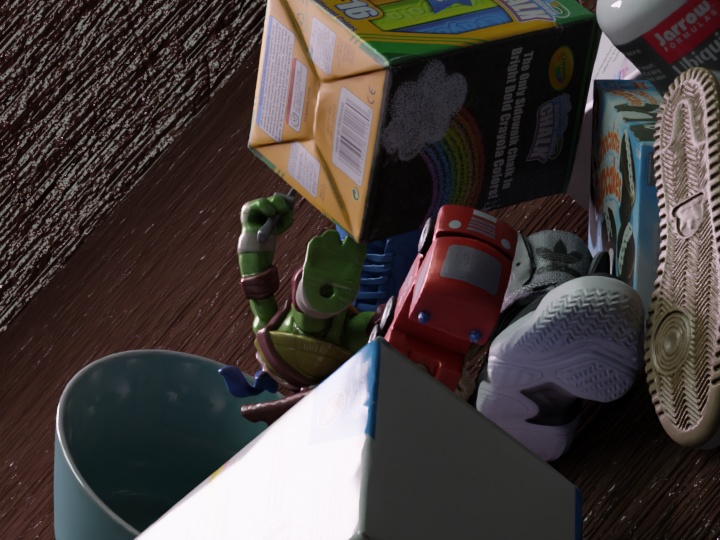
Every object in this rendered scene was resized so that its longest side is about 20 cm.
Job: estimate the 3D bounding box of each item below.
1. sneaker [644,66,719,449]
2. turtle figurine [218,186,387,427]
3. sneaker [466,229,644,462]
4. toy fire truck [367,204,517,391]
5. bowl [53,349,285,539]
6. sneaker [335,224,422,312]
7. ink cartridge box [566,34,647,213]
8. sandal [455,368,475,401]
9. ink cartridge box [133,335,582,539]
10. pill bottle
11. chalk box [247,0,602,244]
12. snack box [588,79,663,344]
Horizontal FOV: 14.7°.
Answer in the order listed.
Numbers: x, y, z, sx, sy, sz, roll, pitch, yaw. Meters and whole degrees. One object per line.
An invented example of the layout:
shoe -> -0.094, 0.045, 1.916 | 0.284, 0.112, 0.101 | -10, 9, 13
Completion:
sneaker -> 0.206, 0.002, 1.410 | 0.070, 0.108, 0.200 | -27, 53, 52
turtle figurine -> 0.000, 0.000, 1.694 | 0.200, 0.144, 0.194 | -31, 4, -16
sneaker -> 0.105, 0.020, 1.491 | 0.200, 0.075, 0.114 | 118, 164, -62
toy fire truck -> 0.024, 0.076, 1.492 | 0.141, 0.049, 0.200 | -78, 10, -45
bowl -> -0.114, 0.154, 1.760 | 0.105, 0.201, 0.201 | -62, 3, 32
sneaker -> 0.008, 0.009, 1.857 | 0.111, 0.077, 0.200 | -59, -20, -25
ink cartridge box -> 0.211, -0.132, 1.739 | 0.200, 0.084, 0.145 | -35, 18, 46
sandal -> 0.037, 0.083, 1.662 | 0.070, 0.078, 0.212 | -59, 8, -5
ink cartridge box -> -0.011, 0.169, 1.353 | 0.200, 0.145, 0.147 | -40, 26, 29
pill bottle -> 0.200, -0.139, 1.523 | 0.111, 0.200, 0.111 | -43, 12, 12
chalk box -> 0.053, -0.114, 1.638 | 0.200, 0.124, 0.125 | -15, -51, -34
snack box -> 0.157, -0.034, 1.561 | 0.200, 0.037, 0.116 | -100, 11, -76
